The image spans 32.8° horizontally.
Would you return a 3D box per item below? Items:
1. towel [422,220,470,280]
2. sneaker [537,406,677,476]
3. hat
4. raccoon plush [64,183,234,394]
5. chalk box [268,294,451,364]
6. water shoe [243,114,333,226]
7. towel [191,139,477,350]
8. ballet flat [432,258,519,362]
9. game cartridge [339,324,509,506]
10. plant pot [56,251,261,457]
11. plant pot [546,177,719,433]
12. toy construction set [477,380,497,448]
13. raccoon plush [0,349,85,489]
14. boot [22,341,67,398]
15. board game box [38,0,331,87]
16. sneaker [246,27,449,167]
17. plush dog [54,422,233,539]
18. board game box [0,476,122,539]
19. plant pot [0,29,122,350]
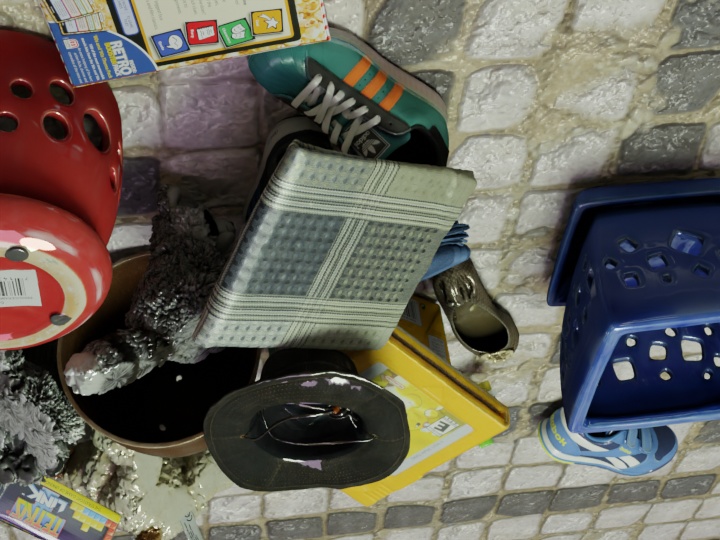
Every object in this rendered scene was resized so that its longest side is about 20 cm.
[{"bbox_3d":[0.000,0.000,1.125,0.198,0.049,0.111,-17,173,-35],"label":"towel"},{"bbox_3d":[0.322,0.204,1.526,0.198,0.075,0.083,7,139,-24],"label":"sneaker"},{"bbox_3d":[-0.048,0.118,1.080,0.198,0.082,0.202,-3,142,-3],"label":"hat"},{"bbox_3d":[-0.179,0.005,1.021,0.199,0.134,0.097,-17,149,-45],"label":"raccoon plush"},{"bbox_3d":[-0.015,0.117,1.276,0.124,0.125,0.200,22,134,-36],"label":"chalk box"},{"bbox_3d":[-0.064,-0.046,1.077,0.070,0.080,0.201,-2,144,-10],"label":"water shoe"},{"bbox_3d":[-0.019,-0.015,0.985,0.198,0.035,0.194,5,124,-41],"label":"towel"},{"bbox_3d":[0.122,0.052,1.288,0.067,0.047,0.200,-17,144,11],"label":"ballet flat"},{"bbox_3d":[0.014,0.143,1.176,0.176,0.033,0.199,36,125,-26],"label":"game cartridge"},{"bbox_3d":[-0.184,0.106,1.196,0.184,0.189,0.200,-7,158,-4],"label":"plant pot"},{"bbox_3d":[0.289,0.026,1.177,0.197,0.181,0.201,-5,144,-6],"label":"plant pot"},{"bbox_3d":[0.070,0.184,1.419,0.197,0.093,0.131,-7,170,9],"label":"toy construction set"},{"bbox_3d":[-0.292,0.101,1.117,0.095,0.134,0.203,11,108,1],"label":"raccoon plush"},{"bbox_3d":[-0.331,0.138,1.284,0.198,0.078,0.138,-10,151,24],"label":"boot"},{"bbox_3d":[-0.128,-0.213,0.860,0.197,0.047,0.152,-10,144,-1],"label":"board game box"},{"bbox_3d":[-0.002,-0.128,0.977,0.198,0.081,0.071,19,136,-35],"label":"sneaker"},{"bbox_3d":[-0.261,0.238,1.373,0.199,0.162,0.171,26,168,-41],"label":"plush dog"},{"bbox_3d":[-0.358,0.217,1.219,0.199,0.057,0.165,35,161,-26],"label":"board game box"},{"bbox_3d":[-0.280,-0.049,0.935,0.198,0.184,0.201,-6,147,-4],"label":"plant pot"}]
